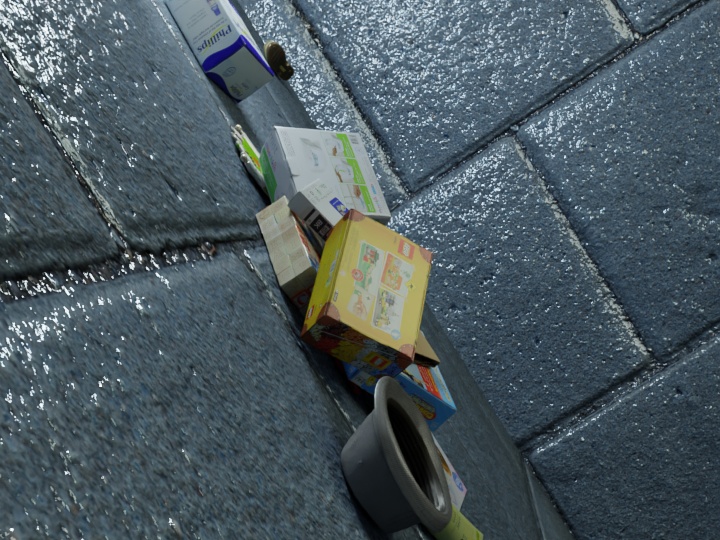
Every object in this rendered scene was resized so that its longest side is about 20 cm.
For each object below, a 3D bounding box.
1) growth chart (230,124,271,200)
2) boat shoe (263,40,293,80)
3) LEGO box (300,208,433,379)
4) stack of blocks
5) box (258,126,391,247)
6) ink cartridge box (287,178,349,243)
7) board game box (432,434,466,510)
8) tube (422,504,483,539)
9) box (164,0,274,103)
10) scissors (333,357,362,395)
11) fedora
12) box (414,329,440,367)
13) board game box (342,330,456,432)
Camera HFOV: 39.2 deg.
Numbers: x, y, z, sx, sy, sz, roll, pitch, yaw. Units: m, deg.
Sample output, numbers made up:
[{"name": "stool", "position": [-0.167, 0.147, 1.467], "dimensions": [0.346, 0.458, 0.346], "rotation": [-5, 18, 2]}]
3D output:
[{"name": "growth chart", "position": [-0.193, -0.194, 1.868], "dimensions": [0.145, 0.018, 0.200], "rotation": [54, 7, -24]}, {"name": "boat shoe", "position": [-0.291, -0.713, 3.395], "dimensions": [0.076, 0.072, 0.200], "rotation": [45, -7, 25]}, {"name": "LEGO box", "position": [0.013, 0.034, 1.454], "dimensions": [0.148, 0.077, 0.201], "rotation": [28, 50, -17]}, {"name": "stack of blocks", "position": [-0.092, -0.012, 1.578], "dimensions": [0.115, 0.058, 0.201], "rotation": [53, 8, -38]}, {"name": "box", "position": [-0.065, -0.145, 1.767], "dimensions": [0.175, 0.097, 0.201], "rotation": [0, 53, -29]}, {"name": "ink cartridge box", "position": [-0.023, -0.056, 1.616], "dimensions": [0.200, 0.039, 0.099], "rotation": [45, 23, 1]}, {"name": "board game box", "position": [0.097, 0.296, 1.629], "dimensions": [0.201, 0.041, 0.200], "rotation": [58, 7, 6]}, {"name": "tube", "position": [0.140, 0.386, 1.492], "dimensions": [0.052, 0.058, 0.200], "rotation": [44, -7, 46]}, {"name": "box", "position": [-0.289, -0.480, 2.094], "dimensions": [0.201, 0.104, 0.184], "rotation": [60, 8, 16]}, {"name": "scissors", "position": [-0.009, 0.156, 1.612], "dimensions": [0.074, 0.014, 0.200], "rotation": [59, 7, 3]}, {"name": "fedora", "position": [0.035, 0.238, 1.225], "dimensions": [0.177, 0.090, 0.201], "rotation": [50, 16, -40]}, {"name": "box", "position": [0.034, 0.061, 1.599], "dimensions": [0.163, 0.021, 0.201], "rotation": [22, 29, -54]}, {"name": "board game box", "position": [0.044, 0.132, 1.598], "dimensions": [0.195, 0.056, 0.201], "rotation": [36, 19, -33]}]
